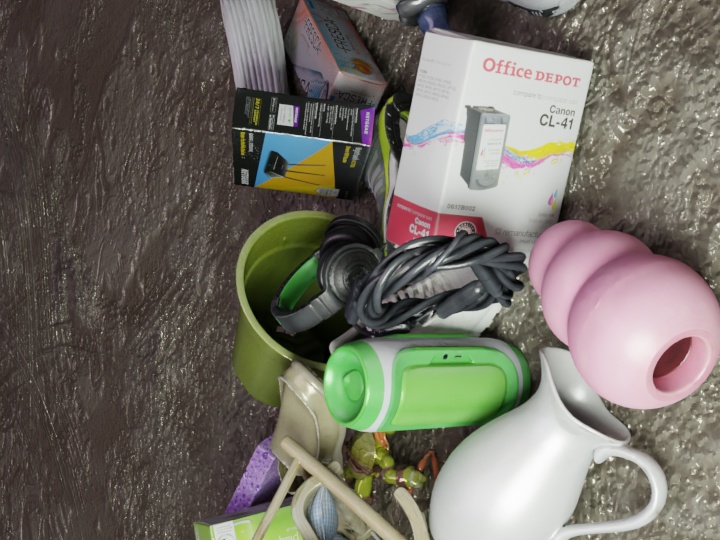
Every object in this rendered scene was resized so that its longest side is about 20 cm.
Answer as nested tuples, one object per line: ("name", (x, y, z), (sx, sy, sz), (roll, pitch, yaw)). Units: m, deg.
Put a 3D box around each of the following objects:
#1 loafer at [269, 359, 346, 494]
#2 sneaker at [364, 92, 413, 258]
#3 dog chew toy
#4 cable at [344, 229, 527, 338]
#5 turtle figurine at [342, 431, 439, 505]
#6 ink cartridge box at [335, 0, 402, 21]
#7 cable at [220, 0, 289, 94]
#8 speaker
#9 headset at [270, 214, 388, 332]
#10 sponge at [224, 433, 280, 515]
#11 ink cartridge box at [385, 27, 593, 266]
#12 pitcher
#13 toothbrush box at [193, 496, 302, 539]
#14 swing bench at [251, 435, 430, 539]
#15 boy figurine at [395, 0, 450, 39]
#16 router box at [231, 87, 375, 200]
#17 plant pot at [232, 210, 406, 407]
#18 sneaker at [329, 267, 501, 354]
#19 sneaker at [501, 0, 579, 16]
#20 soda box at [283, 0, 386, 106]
("loafer", (-0.059, 0.176, 1.147), (0.076, 0.068, 0.201), (38, 150, 35))
("sneaker", (0.042, -0.089, 1.202), (0.081, 0.073, 0.202), (157, 116, -64))
("dog chew toy", (0.209, 0.025, 0.909), (0.200, 0.123, 0.126), (52, 129, 53))
("cable", (0.071, 0.018, 0.963), (0.200, 0.161, 0.051), (113, 151, -68))
("turtle figurine", (0.011, 0.220, 1.218), (0.200, 0.064, 0.163), (47, 125, 45))
("ink cartridge box", (0.030, -0.332, 1.140), (0.067, 0.199, 0.118), (9, 96, 32))
("cable", (-0.131, -0.261, 1.377), (0.201, 0.068, 0.202), (-106, 8, -56))
("speaker", (0.066, 0.106, 1.030), (0.088, 0.198, 0.090), (-5, 84, 54))
("headset", (0.000, 0.000, 1.113), (0.199, 0.094, 0.124), (-36, 20, 15))
("sponge", (-0.122, 0.272, 1.367), (0.030, 0.111, 0.201), (36, 122, 16))
("ink cartridge box", (0.119, -0.110, 1.011), (0.085, 0.146, 0.202), (33, 116, 56))
("pitcher", (0.163, 0.197, 0.970), (0.201, 0.121, 0.172), (-54, 54, 22))
("toothbrush box", (-0.101, 0.377, 1.266), (0.086, 0.144, 0.202), (160, 101, -66))
("swing bench", (0.003, 0.290, 1.074), (0.198, 0.200, 0.130), (16, 61, 24))
("boy figurine", (0.093, -0.176, 1.101), (0.124, 0.064, 0.202), (-13, -92, -85))
("router box", (-0.068, -0.137, 1.212), (0.200, 0.147, 0.052), (114, 163, -77))
("plant pot", (-0.069, 0.067, 1.264), (0.190, 0.198, 0.202), (122, 137, -53))
("sneaker", (0.061, 0.045, 1.095), (0.199, 0.080, 0.077), (-39, 52, 11))
("sneaker", (0.123, -0.296, 1.047), (0.200, 0.114, 0.076), (32, 114, 51))
("soda box", (-0.034, -0.246, 1.281), (0.069, 0.063, 0.201), (-64, 29, 29))
